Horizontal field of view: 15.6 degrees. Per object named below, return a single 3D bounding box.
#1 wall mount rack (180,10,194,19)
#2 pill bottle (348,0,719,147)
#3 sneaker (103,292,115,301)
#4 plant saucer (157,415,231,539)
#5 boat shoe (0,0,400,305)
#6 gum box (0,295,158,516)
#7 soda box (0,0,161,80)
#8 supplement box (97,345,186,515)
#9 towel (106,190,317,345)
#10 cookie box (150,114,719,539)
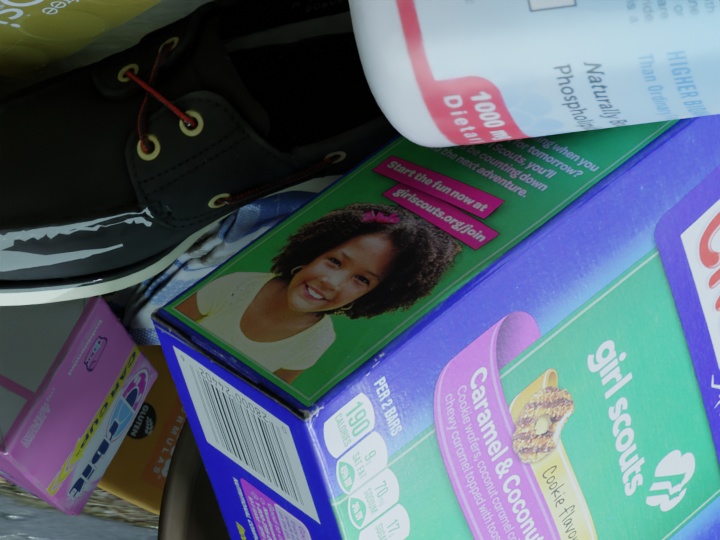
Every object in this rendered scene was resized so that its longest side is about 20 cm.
[{"bbox_3d":[0.027,-0.051,0.903,0.173,0.075,0.200,-4,166,2],"label":"wall mount rack"},{"bbox_3d":[0.100,-0.096,0.680,0.199,0.109,0.109,-6,164,17],"label":"pill bottle"},{"bbox_3d":[-0.115,0.048,1.258,0.075,0.071,0.200,-4,166,-11],"label":"sneaker"},{"bbox_3d":[0.023,0.089,0.851,0.199,0.201,0.029,7,176,-27],"label":"plant saucer"},{"bbox_3d":[-0.047,-0.046,0.769,0.200,0.074,0.063,-17,149,-13],"label":"boat shoe"},{"bbox_3d":[-0.181,0.005,0.955,0.199,0.066,0.114,28,169,13],"label":"gum box"},{"bbox_3d":[-0.069,-0.112,0.694,0.067,0.064,0.200,8,163,-34],"label":"soda box"},{"bbox_3d":[-0.128,0.045,1.101,0.199,0.067,0.069,21,175,27],"label":"supplement box"},{"bbox_3d":[0.000,0.000,0.924,0.146,0.024,0.200,4,165,-17],"label":"towel"},{"bbox_3d":[0.055,0.030,0.773,0.075,0.200,0.172,31,149,41],"label":"cookie box"}]
